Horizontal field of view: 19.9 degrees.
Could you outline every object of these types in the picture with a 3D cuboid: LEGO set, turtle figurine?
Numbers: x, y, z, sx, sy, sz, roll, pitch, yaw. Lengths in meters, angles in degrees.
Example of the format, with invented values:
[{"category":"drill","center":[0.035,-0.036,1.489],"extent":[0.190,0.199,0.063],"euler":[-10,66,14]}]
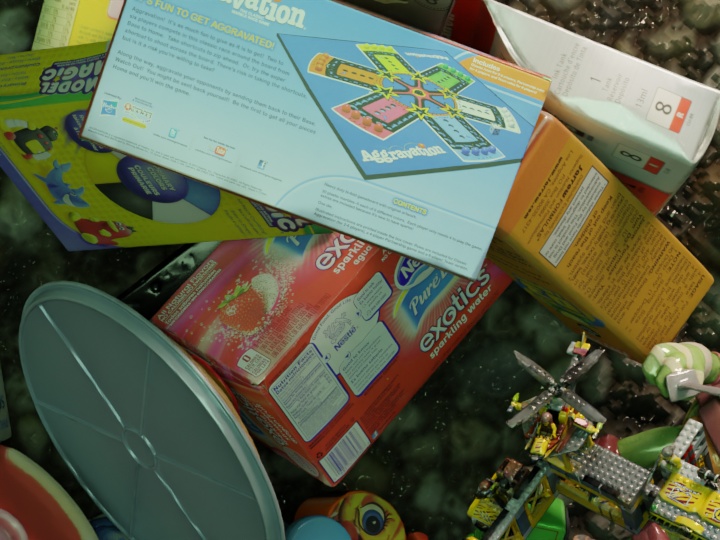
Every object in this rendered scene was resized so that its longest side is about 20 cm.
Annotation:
[{"category":"LEGO set","center":[0.121,0.130,0.986],"extent":[0.154,0.116,0.200],"euler":[-44,54,-16]},{"category":"turtle figurine","center":[0.178,0.117,1.097],"extent":[0.194,0.200,0.144],"euler":[-33,123,26]}]

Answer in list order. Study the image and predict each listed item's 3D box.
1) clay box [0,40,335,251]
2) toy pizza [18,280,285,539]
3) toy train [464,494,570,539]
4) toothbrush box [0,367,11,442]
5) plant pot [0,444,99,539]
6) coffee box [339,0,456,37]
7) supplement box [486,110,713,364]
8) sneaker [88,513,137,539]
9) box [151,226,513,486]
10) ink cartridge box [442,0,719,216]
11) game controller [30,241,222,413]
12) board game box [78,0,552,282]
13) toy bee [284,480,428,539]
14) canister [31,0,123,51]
[{"category":"clay box","center":[-0.092,-0.066,1.051],"extent":[0.200,0.115,0.048],"euler":[-3,50,30]},{"category":"toy pizza","center":[-0.107,0.086,1.091],"extent":[0.032,0.200,0.200],"euler":[-38,89,-32]},{"category":"toy train","center":[0.071,0.206,1.139],"extent":[0.056,0.042,0.200],"euler":[12,119,-4]},{"category":"toothbrush box","center":[-0.292,0.014,1.164],"extent":[0.145,0.086,0.201],"euler":[-8,93,4]},{"category":"plant pot","center":[-0.241,0.191,1.091],"extent":[0.177,0.200,0.200],"euler":[-43,89,20]},{"category":"coffee box","center":[-0.040,-0.180,0.967],"extent":[0.200,0.113,0.080],"euler":[20,65,-1]},{"category":"supplement box","center":[0.107,-0.020,1.069],"extent":[0.066,0.200,0.069],"euler":[27,85,42]},{"category":"sneaker","center":[-0.123,0.239,1.159],"extent":[0.078,0.089,0.200],"euler":[-24,90,5]},{"category":"box","center":[0.000,0.000,1.094],"extent":[0.095,0.100,0.200],"euler":[27,69,42]},{"category":"ink cartridge box","center":[0.082,-0.093,1.097],"extent":[0.200,0.162,0.050],"euler":[19,81,2]},{"category":"game controller","center":[-0.090,0.042,1.174],"extent":[0.200,0.042,0.104],"euler":[-38,89,5]},{"category":"board game box","center":[-0.021,-0.076,0.959],"extent":[0.200,0.019,0.103],"euler":[20,101,-2]},{"category":"toy bee","center":[-0.010,0.163,1.140],"extent":[0.109,0.131,0.200],"euler":[24,91,-31]},{"category":"canister","center":[-0.103,-0.159,1.146],"extent":[0.148,0.087,0.201],"euler":[15,94,1]}]
